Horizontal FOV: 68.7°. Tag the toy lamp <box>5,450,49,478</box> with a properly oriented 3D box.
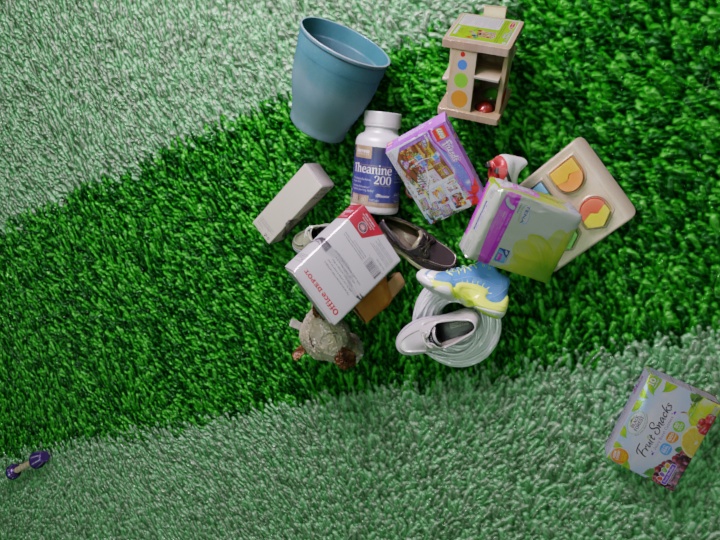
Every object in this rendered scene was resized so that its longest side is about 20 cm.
[{"bbox_3d":[-1.121,0.656,1.780,0.196,0.058,0.060,-28,91,26],"label":"toy lamp"}]

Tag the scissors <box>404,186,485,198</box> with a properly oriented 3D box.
[{"bbox_3d":[0.179,-0.198,1.132,0.192,0.014,0.076,-1,101,21],"label":"scissors"}]

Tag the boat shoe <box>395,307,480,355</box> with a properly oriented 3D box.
[{"bbox_3d":[0.158,0.136,1.106,0.194,0.066,0.075,-17,95,21],"label":"boat shoe"}]

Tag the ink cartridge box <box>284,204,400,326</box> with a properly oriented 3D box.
[{"bbox_3d":[-0.037,-0.013,1.083,0.199,0.083,0.146,-43,109,-13],"label":"ink cartridge box"}]

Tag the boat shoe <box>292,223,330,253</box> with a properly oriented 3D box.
[{"bbox_3d":[-0.095,-0.078,1.201,0.195,0.074,0.062,-1,146,44],"label":"boat shoe"}]

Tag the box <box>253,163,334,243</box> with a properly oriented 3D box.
[{"bbox_3d":[-0.157,-0.156,1.232,0.199,0.082,0.069,-42,85,24],"label":"box"}]

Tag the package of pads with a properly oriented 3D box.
[{"bbox_3d":[0.307,-0.079,1.010,0.193,0.069,0.159,15,116,-16],"label":"package of pads"}]

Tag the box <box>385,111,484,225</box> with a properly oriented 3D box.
[{"bbox_3d":[0.156,-0.200,1.071,0.133,0.040,0.202,-21,126,25],"label":"box"}]

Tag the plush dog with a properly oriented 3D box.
[{"bbox_3d":[-0.080,0.146,1.193,0.157,0.171,0.205,-30,89,-19],"label":"plush dog"}]

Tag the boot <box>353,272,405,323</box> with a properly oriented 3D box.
[{"bbox_3d":[0.000,0.001,1.175,0.143,0.071,0.204,-36,94,-19],"label":"boot"}]

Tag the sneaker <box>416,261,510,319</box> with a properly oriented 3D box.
[{"bbox_3d":[0.215,0.016,1.075,0.194,0.076,0.108,23,85,4],"label":"sneaker"}]

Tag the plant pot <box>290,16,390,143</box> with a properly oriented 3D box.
[{"bbox_3d":[-0.061,-0.383,1.096,0.197,0.200,0.191,34,125,10],"label":"plant pot"}]

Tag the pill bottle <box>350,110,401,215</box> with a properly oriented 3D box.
[{"bbox_3d":[0.039,-0.230,1.126,0.107,0.111,0.208,10,105,18],"label":"pill bottle"}]

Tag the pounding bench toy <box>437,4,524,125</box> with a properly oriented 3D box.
[{"bbox_3d":[0.238,-0.397,1.018,0.120,0.203,0.160,16,138,18],"label":"pounding bench toy"}]

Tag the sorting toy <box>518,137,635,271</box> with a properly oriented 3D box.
[{"bbox_3d":[0.410,-0.127,1.048,0.198,0.036,0.188,-38,86,23],"label":"sorting toy"}]

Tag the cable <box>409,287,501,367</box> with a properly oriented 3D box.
[{"bbox_3d":[0.211,0.110,1.156,0.195,0.069,0.206,27,108,13],"label":"cable"}]

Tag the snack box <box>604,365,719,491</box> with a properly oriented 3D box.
[{"bbox_3d":[0.601,0.317,1.060,0.138,0.053,0.207,23,108,16],"label":"snack box"}]

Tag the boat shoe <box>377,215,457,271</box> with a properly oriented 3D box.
[{"bbox_3d":[0.121,-0.055,1.134,0.194,0.065,0.075,23,70,1],"label":"boat shoe"}]

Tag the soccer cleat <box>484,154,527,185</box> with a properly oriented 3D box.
[{"bbox_3d":[0.281,-0.134,1.058,0.082,0.069,0.206,-7,124,-16],"label":"soccer cleat"}]
